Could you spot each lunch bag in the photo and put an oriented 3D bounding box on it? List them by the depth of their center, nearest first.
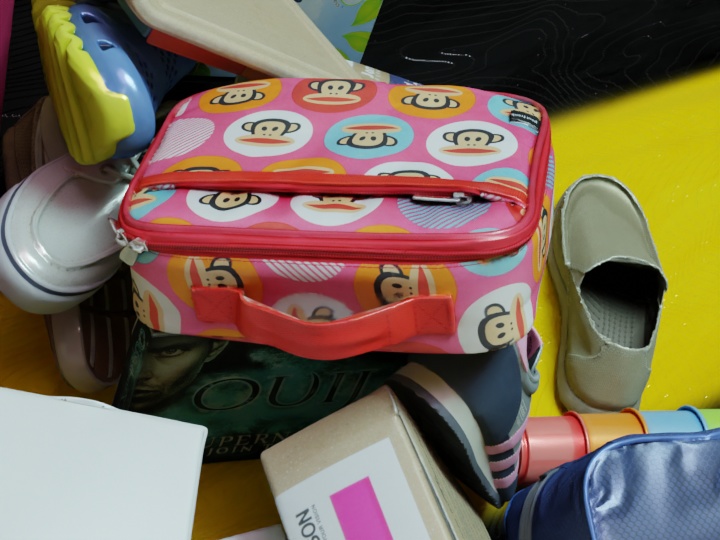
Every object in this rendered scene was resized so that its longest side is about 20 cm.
[{"bbox_3d":[-0.010,-0.021,0.673,0.199,0.082,0.176,2,34,11],"label":"lunch bag"},{"bbox_3d":[0.184,0.160,0.770,0.199,0.132,0.137,-1,73,-19],"label":"lunch bag"}]

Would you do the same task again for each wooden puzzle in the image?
[{"bbox_3d":[-0.089,-0.153,0.797,0.200,0.037,0.185,23,23,-44],"label":"wooden puzzle"}]

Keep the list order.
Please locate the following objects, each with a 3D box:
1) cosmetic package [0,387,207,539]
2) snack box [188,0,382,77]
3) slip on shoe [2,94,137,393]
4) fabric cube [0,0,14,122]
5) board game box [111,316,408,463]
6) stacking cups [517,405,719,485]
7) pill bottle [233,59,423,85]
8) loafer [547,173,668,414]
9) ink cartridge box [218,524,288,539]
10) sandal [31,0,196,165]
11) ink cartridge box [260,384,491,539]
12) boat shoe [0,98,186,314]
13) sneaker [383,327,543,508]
[{"bbox_3d":[-0.133,0.153,0.580,0.112,0.081,0.201,14,48,-10],"label":"cosmetic package"},{"bbox_3d":[-0.061,-0.220,0.943,0.168,0.200,0.068,-1,53,-22],"label":"snack box"},{"bbox_3d":[-0.176,-0.016,0.830,0.060,0.076,0.201,-20,62,14],"label":"slip on shoe"},{"bbox_3d":[-0.298,-0.065,0.727,0.195,0.200,0.201,14,49,-8],"label":"fabric cube"},{"bbox_3d":[-0.031,0.057,0.772,0.199,0.136,0.028,-3,54,-22],"label":"board game box"},{"bbox_3d":[0.181,0.110,0.870,0.199,0.061,0.061,1,52,-14],"label":"stacking cups"},{"bbox_3d":[0.009,-0.069,0.906,0.199,0.111,0.111,17,48,-7],"label":"pill bottle"},{"bbox_3d":[0.167,0.007,0.932,0.075,0.068,0.201,12,49,-11],"label":"loafer"},{"bbox_3d":[-0.104,0.218,0.647,0.199,0.084,0.146,-10,56,-27],"label":"ink cartridge box"},{"bbox_3d":[-0.129,-0.116,0.772,0.087,0.080,0.200,-10,27,-12],"label":"sandal"},{"bbox_3d":[0.039,0.179,0.668,0.075,0.165,0.201,-27,54,5],"label":"ink cartridge box"},{"bbox_3d":[-0.130,-0.045,0.780,0.071,0.070,0.200,52,31,-6],"label":"boat shoe"},{"bbox_3d":[0.070,0.070,0.756,0.070,0.200,0.082,38,80,17],"label":"sneaker"}]
